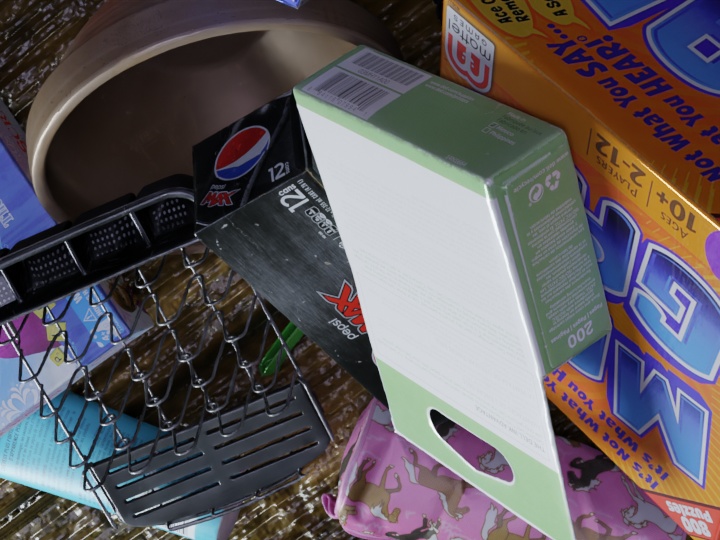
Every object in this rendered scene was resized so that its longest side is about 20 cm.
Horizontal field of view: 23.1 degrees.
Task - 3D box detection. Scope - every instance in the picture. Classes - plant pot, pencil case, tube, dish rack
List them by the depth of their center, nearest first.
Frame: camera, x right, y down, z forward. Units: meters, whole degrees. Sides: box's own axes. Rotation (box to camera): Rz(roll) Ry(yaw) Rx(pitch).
[{"bbox_3d":[-0.078,-0.099,0.912,0.200,0.201,0.093,-23,61,12],"label":"plant pot"},{"bbox_3d":[-0.109,0.055,0.926,0.153,0.055,0.201,-22,115,11],"label":"dish rack"},{"bbox_3d":[0.082,0.131,0.978,0.199,0.087,0.083,20,139,2],"label":"pencil case"},{"bbox_3d":[-0.165,0.104,1.021,0.199,0.050,0.078,19,97,8],"label":"tube"}]

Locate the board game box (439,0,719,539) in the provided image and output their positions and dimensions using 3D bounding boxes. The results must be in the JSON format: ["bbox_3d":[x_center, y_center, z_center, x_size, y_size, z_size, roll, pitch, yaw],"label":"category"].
[{"bbox_3d":[0.170,-0.043,0.781,0.199,0.201,0.200,-33,60,-23],"label":"board game box"}]

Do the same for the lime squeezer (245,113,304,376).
[{"bbox_3d":[-0.024,-0.019,0.945,0.070,0.038,0.201,0,140,0],"label":"lime squeezer"}]

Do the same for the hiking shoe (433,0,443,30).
[{"bbox_3d":[0.065,-0.166,0.887,0.200,0.101,0.076,45,138,-5],"label":"hiking shoe"}]

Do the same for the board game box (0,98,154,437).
[{"bbox_3d":[-0.252,0.007,0.993,0.199,0.041,0.201,-36,87,14],"label":"board game box"}]

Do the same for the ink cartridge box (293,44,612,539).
[{"bbox_3d":[0.048,0.012,0.780,0.048,0.145,0.201,-33,126,-21],"label":"ink cartridge box"}]

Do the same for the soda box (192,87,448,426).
[{"bbox_3d":[0.000,0.000,0.892,0.070,0.064,0.200,-27,132,21],"label":"soda box"}]

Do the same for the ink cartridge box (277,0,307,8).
[{"bbox_3d":[-0.049,-0.177,0.855,0.093,0.200,0.044,23,108,0],"label":"ink cartridge box"}]
